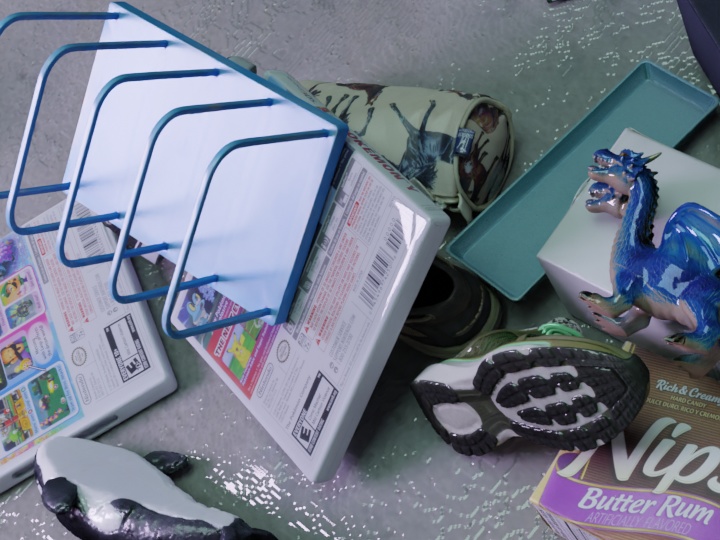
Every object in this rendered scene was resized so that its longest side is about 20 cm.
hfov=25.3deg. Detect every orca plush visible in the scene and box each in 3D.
[{"bbox_3d":[-0.139,0.170,1.052,0.199,0.072,0.105,10,20,24],"label":"orca plush"}]

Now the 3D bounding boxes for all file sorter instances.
[{"bbox_3d":[-0.136,-0.063,0.998,0.199,0.122,0.140,31,114,26],"label":"file sorter"}]

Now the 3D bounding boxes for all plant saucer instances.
[{"bbox_3d":[0.149,-0.059,1.062,0.200,0.019,0.070,-43,52,-14],"label":"plant saucer"}]

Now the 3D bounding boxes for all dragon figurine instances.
[{"bbox_3d":[0.189,0.001,0.887,0.199,0.059,0.100,29,81,36],"label":"dragon figurine"}]

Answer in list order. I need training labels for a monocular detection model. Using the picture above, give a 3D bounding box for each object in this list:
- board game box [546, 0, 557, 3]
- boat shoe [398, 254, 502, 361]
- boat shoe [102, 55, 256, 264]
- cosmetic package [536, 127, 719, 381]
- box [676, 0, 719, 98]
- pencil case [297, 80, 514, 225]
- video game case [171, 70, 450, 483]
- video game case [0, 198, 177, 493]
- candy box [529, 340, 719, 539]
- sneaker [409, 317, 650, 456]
[{"bbox_3d":[0.175,-0.295,1.206,0.104,0.023,0.201,-13,55,14],"label":"board game box"},{"bbox_3d":[0.000,0.000,1.070,0.199,0.073,0.075,12,66,30],"label":"boat shoe"},{"bbox_3d":[-0.133,-0.085,1.116,0.068,0.200,0.074,32,52,-2],"label":"boat shoe"},{"bbox_3d":[0.219,0.008,0.958,0.199,0.085,0.108,31,77,36],"label":"cosmetic package"},{"bbox_3d":[0.316,-0.141,0.995,0.181,0.104,0.201,-25,53,7],"label":"box"},{"bbox_3d":[0.003,-0.088,1.121,0.199,0.078,0.090,8,51,28],"label":"pencil case"},{"bbox_3d":[-0.039,0.002,1.033,0.182,0.023,0.201,44,122,36],"label":"video game case"},{"bbox_3d":[-0.242,0.052,1.181,0.181,0.024,0.201,-30,53,5],"label":"video game case"},{"bbox_3d":[0.210,0.133,0.904,0.199,0.057,0.117,26,74,33],"label":"candy box"},{"bbox_3d":[0.107,0.053,0.951,0.089,0.077,0.200,-46,17,-27],"label":"sneaker"}]
